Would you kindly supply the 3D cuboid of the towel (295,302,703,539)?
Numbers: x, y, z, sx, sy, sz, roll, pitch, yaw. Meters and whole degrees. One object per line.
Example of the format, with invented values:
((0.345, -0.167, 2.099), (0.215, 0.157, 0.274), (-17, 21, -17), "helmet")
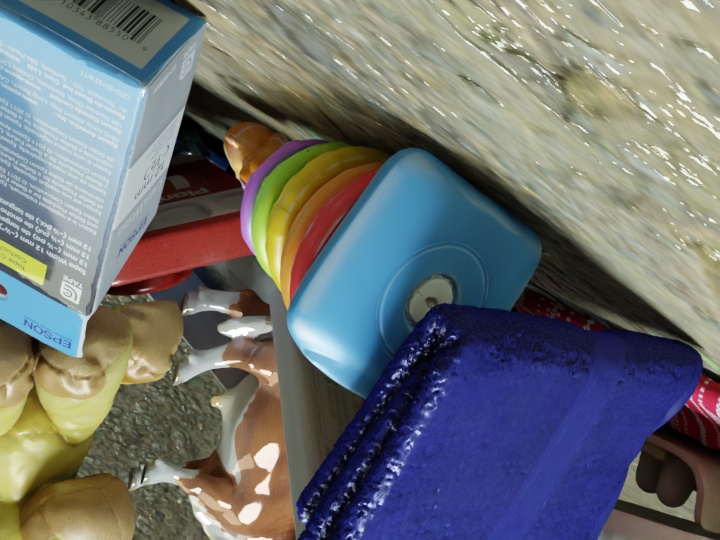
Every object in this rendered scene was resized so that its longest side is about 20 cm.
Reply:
((0.066, 0.082, 0.876), (0.199, 0.149, 0.050), (10, -154, -48), "towel")

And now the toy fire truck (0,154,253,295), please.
((-0.156, -0.027, 1.026), (0.198, 0.113, 0.168), (-12, -162, -22), "toy fire truck")

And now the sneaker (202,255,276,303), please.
((-0.044, 0.006, 1.270), (0.076, 0.081, 0.200), (48, -174, 32), "sneaker")

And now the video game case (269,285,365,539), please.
((0.037, 0.107, 0.984), (0.181, 0.024, 0.201), (24, -145, -27), "video game case")

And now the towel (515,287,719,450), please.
((0.160, 0.064, 1.050), (0.199, 0.023, 0.145), (27, 172, 29), "towel")

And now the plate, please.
((-0.081, 0.048, 1.268), (0.200, 0.032, 0.200), (48, -175, 36), "plate")

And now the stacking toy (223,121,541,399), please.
((-0.018, -0.027, 0.900), (0.116, 0.110, 0.200), (32, -175, -42), "stacking toy")

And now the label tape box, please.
((-0.167, -0.067, 0.886), (0.142, 0.066, 0.201), (29, 138, 6), "label tape box")

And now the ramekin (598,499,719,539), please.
((0.168, 0.197, 1.079), (0.198, 0.106, 0.200), (17, 178, 1), "ramekin")

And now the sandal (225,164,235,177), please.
((0.000, 0.000, 1.098), (0.199, 0.048, 0.075), (33, -170, 7), "sandal")

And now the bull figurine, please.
((-0.066, 0.106, 1.086), (0.120, 0.202, 0.065), (14, -169, -15), "bull figurine")

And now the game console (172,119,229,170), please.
((-0.151, -0.046, 1.238), (0.199, 0.170, 0.119), (18, 141, 60), "game console")

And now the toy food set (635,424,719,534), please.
((0.168, 0.122, 1.158), (0.199, 0.061, 0.143), (26, -176, 39), "toy food set")

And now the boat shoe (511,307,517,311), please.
((0.043, 0.016, 0.996), (0.200, 0.074, 0.066), (54, 146, 31), "boat shoe")

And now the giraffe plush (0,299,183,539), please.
((-0.188, 0.111, 1.044), (0.171, 0.164, 0.199), (-8, 178, -29), "giraffe plush")
